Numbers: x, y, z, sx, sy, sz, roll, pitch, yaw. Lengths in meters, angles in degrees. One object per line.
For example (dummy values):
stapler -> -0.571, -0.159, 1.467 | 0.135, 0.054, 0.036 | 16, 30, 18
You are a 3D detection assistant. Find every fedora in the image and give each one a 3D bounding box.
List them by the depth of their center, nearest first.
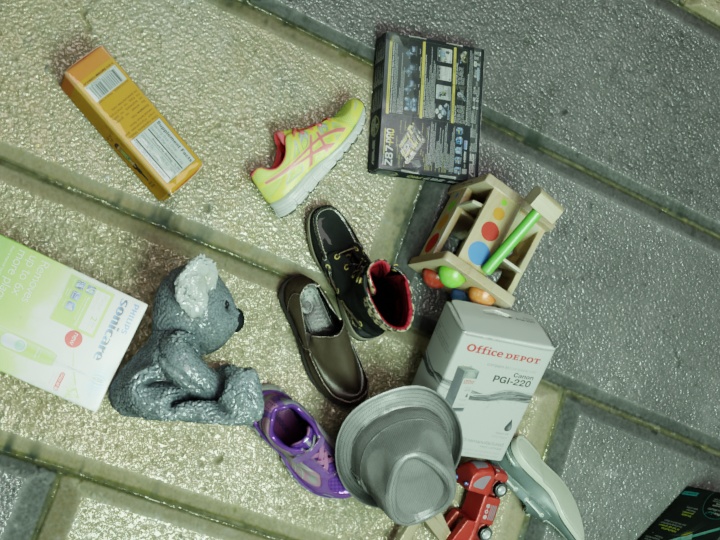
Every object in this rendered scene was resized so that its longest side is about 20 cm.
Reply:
fedora -> 0.062, 0.257, 1.226 | 0.176, 0.090, 0.201 | -16, 126, -10

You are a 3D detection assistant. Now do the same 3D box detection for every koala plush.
koala plush -> -0.213, 0.083, 1.170 | 0.182, 0.177, 0.202 | 5, 85, -16

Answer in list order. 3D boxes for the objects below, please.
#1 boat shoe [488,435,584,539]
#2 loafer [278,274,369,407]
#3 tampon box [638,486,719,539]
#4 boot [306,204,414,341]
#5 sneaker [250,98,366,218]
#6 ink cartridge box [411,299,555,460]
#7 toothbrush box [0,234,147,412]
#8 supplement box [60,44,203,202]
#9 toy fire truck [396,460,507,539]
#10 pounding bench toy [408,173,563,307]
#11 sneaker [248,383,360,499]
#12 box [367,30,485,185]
boat shoe -> 0.263, 0.330, 1.398 | 0.062, 0.073, 0.200 | -30, 109, 24
loafer -> -0.048, 0.099, 1.282 | 0.073, 0.071, 0.201 | -33, 98, -19
tampon box -> 0.511, 0.448, 1.423 | 0.200, 0.150, 0.127 | -40, 99, -17
boot -> 0.000, 0.000, 1.263 | 0.073, 0.150, 0.201 | -20, 94, -20
sneaker -> -0.071, -0.171, 1.288 | 0.090, 0.078, 0.200 | 42, 75, -10
ink cartridge box -> 0.158, 0.153, 1.299 | 0.145, 0.085, 0.201 | 11, 115, -19
toothbrush box -> -0.385, 0.064, 1.154 | 0.199, 0.086, 0.146 | 29, 78, -18
supplement box -> -0.293, -0.186, 1.213 | 0.069, 0.066, 0.200 | -42, 101, -20
toy fire truck -> 0.115, 0.357, 1.325 | 0.140, 0.049, 0.201 | 19, 90, -25
pounding bench toy -> 0.179, -0.032, 1.304 | 0.124, 0.200, 0.157 | 34, 76, -15
sneaker -> -0.070, 0.235, 1.257 | 0.200, 0.088, 0.081 | 46, 71, -14
box -> 0.097, -0.232, 1.368 | 0.160, 0.049, 0.202 | 5, 85, -21
